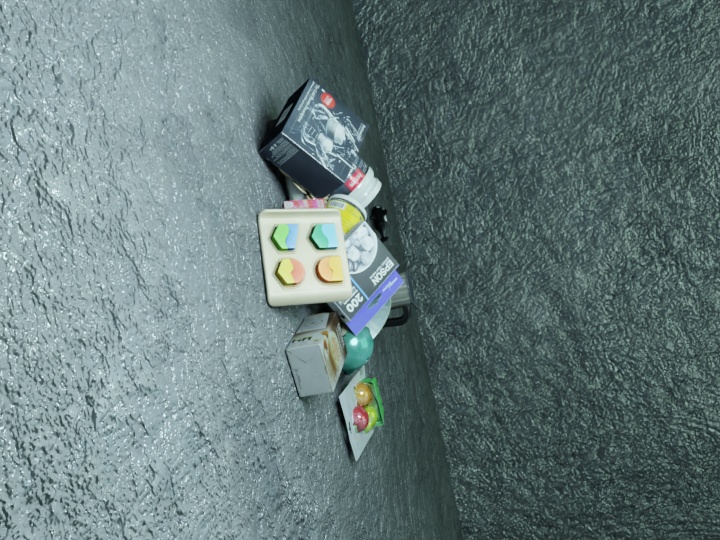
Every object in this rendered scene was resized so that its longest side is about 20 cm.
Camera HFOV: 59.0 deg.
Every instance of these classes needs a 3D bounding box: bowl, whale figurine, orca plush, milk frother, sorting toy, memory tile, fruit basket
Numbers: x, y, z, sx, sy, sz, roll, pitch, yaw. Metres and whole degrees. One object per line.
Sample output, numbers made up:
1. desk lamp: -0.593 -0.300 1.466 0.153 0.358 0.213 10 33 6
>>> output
1. bowl: -0.022 0.114 1.717 0.108 0.200 0.200 35 -15 31
2. whale figurine: -0.017 0.213 1.614 0.159 0.104 0.200 -49 154 -20
3. orca plush: 0.066 -0.205 2.733 0.105 0.071 0.201 -39 -136 50
4. milk frother: 0.089 0.083 2.163 0.200 0.187 0.181 -80 157 -63
5. sorting toy: -0.112 -0.032 1.319 0.036 0.184 0.201 152 -67 -64
6. memory tile: -0.137 -0.219 1.551 0.153 0.017 0.200 44 13 -10
7. fruit basket: -0.008 0.377 1.705 0.200 0.093 0.186 -37 116 -61

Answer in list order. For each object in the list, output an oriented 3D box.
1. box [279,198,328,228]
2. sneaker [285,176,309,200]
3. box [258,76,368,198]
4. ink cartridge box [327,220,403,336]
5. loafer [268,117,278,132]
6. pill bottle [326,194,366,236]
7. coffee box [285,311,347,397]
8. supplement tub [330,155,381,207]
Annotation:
1. box: -0.119 -0.048 1.399 0.100 0.095 0.201 143 -61 -70
2. sneaker: -0.152 -0.152 1.534 0.073 0.085 0.200 26 30 -54
3. box: -0.102 -0.301 1.455 0.182 0.104 0.200 36 53 -24
4. ink cartridge box: 0.000 0.021 1.523 0.200 0.198 0.043 51 -24 -20
5. loafer: -0.136 -0.350 1.565 0.200 0.071 0.073 -8 78 -43
6. pill bottle: -0.071 -0.082 1.582 0.200 0.112 0.113 -63 150 -27
7. coffee box: -0.093 0.181 1.419 0.200 0.079 0.115 -67 145 -71
8. supplement tub: -0.054 -0.263 1.735 0.200 0.140 0.141 42 25 -19
